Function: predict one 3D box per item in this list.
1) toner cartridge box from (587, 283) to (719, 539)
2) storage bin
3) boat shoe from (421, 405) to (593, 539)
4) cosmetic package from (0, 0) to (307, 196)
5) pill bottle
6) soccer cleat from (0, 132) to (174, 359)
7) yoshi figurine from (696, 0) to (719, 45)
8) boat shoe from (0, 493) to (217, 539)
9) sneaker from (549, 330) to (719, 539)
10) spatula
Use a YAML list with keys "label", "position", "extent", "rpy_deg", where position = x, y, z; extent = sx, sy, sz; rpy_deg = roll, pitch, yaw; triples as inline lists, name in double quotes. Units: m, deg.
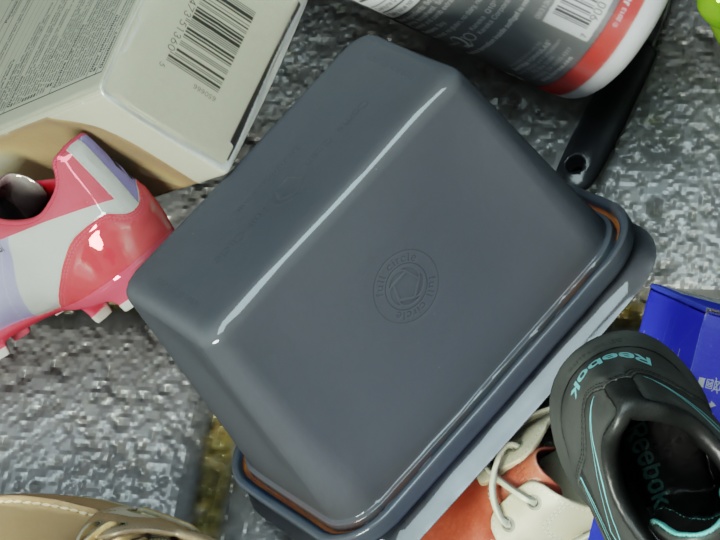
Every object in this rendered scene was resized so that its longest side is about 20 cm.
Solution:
- label: "toner cartridge box"
  position: [0.121, 0.110, 1.187]
  extent: [0.043, 0.095, 0.200]
  rpy_deg: [13, 94, -8]
- label: "storage bin"
  position: [0.000, 0.000, 1.280]
  extent: [0.200, 0.134, 0.146]
  rpy_deg: [-46, 34, -10]
- label: "boat shoe"
  position: [0.087, 0.090, 1.271]
  extent: [0.200, 0.063, 0.071]
  rpy_deg: [-20, 63, 7]
- label: "cosmetic package"
  position: [-0.114, -0.086, 1.344]
  extent: [0.200, 0.071, 0.105]
  rpy_deg: [-12, 49, 59]
- label: "pill bottle"
  position: [0.034, -0.164, 1.313]
  extent: [0.200, 0.116, 0.116]
  rpy_deg: [24, 67, -17]
- label: "soccer cleat"
  position: [-0.159, -0.004, 1.335]
  extent: [0.200, 0.077, 0.067]
  rpy_deg: [-20, 17, 46]
- label: "yoshi figurine"
  position: [0.230, -0.153, 1.348]
  extent: [0.200, 0.112, 0.112]
  rpy_deg: [-26, 24, -12]
- label: "boat shoe"
  position: [-0.098, 0.132, 1.299]
  extent: [0.200, 0.065, 0.071]
  rpy_deg: [12, 68, 20]
- label: "sneaker"
  position: [0.128, 0.119, 1.101]
  extent: [0.075, 0.079, 0.200]
  rpy_deg: [-30, 97, -1]
- label: "spatula"
  position: [0.135, -0.120, 1.386]
  extent: [0.056, 0.021, 0.200]
  rpy_deg: [14, 70, 27]
